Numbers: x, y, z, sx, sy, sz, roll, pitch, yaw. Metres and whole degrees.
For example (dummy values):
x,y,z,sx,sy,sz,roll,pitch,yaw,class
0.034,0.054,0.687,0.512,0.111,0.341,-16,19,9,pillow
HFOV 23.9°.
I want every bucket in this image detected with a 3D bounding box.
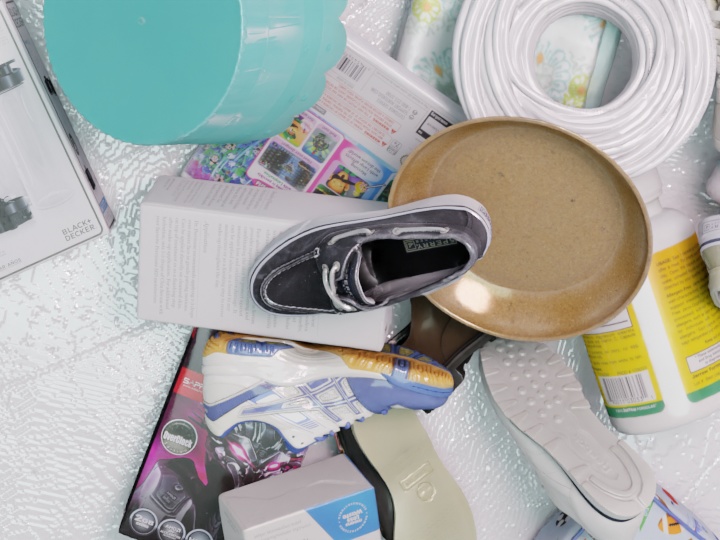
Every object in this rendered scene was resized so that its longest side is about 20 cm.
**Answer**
x,y,z,sx,sy,sz,roll,pitch,yaw,class
-0.126,-0.187,1.256,0.206,0.135,0.209,5,101,27,bucket

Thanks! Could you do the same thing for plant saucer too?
x,y,z,sx,sy,sz,roll,pitch,yaw,class
0.119,-0.037,1.261,0.198,0.036,0.201,9,129,12,plant saucer

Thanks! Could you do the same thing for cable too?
x,y,z,sx,sy,sz,roll,pitch,yaw,class
0.167,-0.162,1.283,0.199,0.069,0.201,-29,88,3,cable

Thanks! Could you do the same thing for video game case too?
x,y,z,sx,sy,sz,roll,pitch,yaw,class
-0.015,-0.089,1.350,0.199,0.024,0.182,34,117,-8,video game case

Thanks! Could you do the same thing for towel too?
x,y,z,sx,sy,sz,roll,pitch,yaw,class
0.118,-0.187,1.349,0.170,0.048,0.202,14,100,-6,towel

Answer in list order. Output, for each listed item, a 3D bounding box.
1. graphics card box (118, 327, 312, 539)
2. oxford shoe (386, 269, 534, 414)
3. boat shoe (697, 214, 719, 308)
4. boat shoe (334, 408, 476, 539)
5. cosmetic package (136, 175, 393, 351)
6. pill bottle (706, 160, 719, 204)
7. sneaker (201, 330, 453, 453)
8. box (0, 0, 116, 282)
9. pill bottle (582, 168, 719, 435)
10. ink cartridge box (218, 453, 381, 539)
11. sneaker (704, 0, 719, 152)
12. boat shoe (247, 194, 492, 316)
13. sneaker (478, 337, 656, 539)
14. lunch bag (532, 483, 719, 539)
x,y,z,sx,sy,sz,roll,pitch,yaw,class
-0.109,0.143,1.405,0.125,0.051,0.201,22,101,-7,graphics card box
0.081,0.021,1.364,0.084,0.073,0.200,38,110,-4,oxford shoe
0.306,0.017,1.335,0.071,0.200,0.063,-3,69,30,boat shoe
0.038,0.184,1.415,0.073,0.063,0.203,-28,102,-17,boat shoe
-0.072,-0.007,1.343,0.198,0.071,0.102,8,113,5,cosmetic package
0.368,-0.118,1.341,0.110,0.111,0.201,31,98,-8,pill bottle
-0.027,0.100,1.342,0.198,0.075,0.089,6,98,5,sneaker
-0.286,-0.102,1.343,0.116,0.060,0.201,-24,102,3,box
0.224,0.019,1.358,0.112,0.113,0.202,-19,95,2,pill bottle
-0.040,0.265,1.391,0.115,0.067,0.202,-16,115,-19,ink cartridge box
0.298,-0.178,1.310,0.080,0.076,0.202,27,67,-27,sneaker
0.000,0.000,1.252,0.198,0.068,0.072,-12,113,22,boat shoe
0.155,0.139,1.376,0.076,0.081,0.201,-23,59,-20,sneaker
0.212,0.278,1.434,0.160,0.076,0.200,39,97,-11,lunch bag
